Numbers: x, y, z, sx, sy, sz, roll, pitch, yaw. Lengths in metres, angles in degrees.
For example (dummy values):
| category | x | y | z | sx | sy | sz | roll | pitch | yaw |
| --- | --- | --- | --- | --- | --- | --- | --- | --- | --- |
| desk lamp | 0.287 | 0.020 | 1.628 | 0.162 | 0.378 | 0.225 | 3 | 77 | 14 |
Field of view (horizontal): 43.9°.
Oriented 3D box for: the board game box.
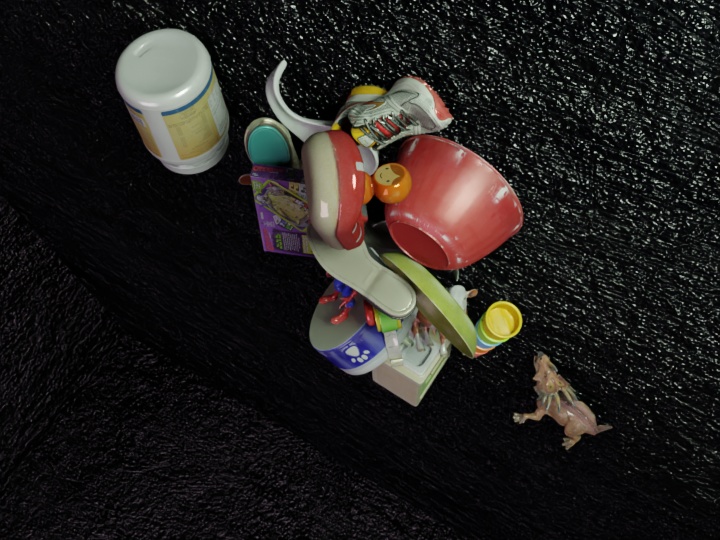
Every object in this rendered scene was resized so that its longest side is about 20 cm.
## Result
| category | x | y | z | sx | sy | sz | roll | pitch | yaw |
| --- | --- | --- | --- | --- | --- | --- | --- | --- | --- |
| board game box | -0.094 | -0.083 | 1.325 | 0.119 | 0.033 | 0.201 | 5 | 150 | 2 |

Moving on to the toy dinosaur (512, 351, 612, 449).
| category | x | y | z | sx | sy | sz | roll | pitch | yaw |
| --- | --- | --- | --- | --- | --- | --- | --- | --- | --- |
| toy dinosaur | 0.352 | 0.235 | 1.516 | 0.199 | 0.086 | 0.136 | 32 | 153 | -3 |

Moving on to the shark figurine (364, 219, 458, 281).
| category | x | y | z | sx | sy | sz | roll | pitch | yaw |
| --- | --- | --- | --- | --- | --- | --- | --- | --- | --- |
| shark figurine | 0.057 | -0.028 | 1.394 | 0.212 | 0.090 | 0.128 | 16 | 174 | 10 |

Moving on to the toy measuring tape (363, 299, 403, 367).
| category | x | y | z | sx | sy | sz | roll | pitch | yaw |
| --- | --- | --- | --- | --- | --- | --- | --- | --- | --- |
| toy measuring tape | 0.045 | 0.090 | 1.390 | 0.073 | 0.073 | 0.201 | 20 | 136 | 37 |

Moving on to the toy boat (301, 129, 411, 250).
| category | x | y | z | sx | sy | sz | roll | pitch | yaw |
| --- | --- | --- | --- | --- | --- | --- | --- | --- | --- |
| toy boat | 0.000 | -0.105 | 1.126 | 0.129 | 0.132 | 0.200 | -9 | 171 | 5 |

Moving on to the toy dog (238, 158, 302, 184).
| category | x | y | z | sx | sy | sz | roll | pitch | yaw |
| --- | --- | --- | --- | --- | --- | --- | --- | --- | --- |
| toy dog | -0.141 | -0.139 | 1.475 | 0.131 | 0.097 | 0.201 | 29 | 158 | 21 |

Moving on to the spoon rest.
| category | x | y | z | sx | sy | sz | roll | pitch | yaw |
| --- | --- | --- | --- | --- | --- | --- | --- | --- | --- |
| spoon rest | -0.057 | -0.200 | 1.251 | 0.200 | 0.061 | 0.099 | 42 | 149 | -11 |

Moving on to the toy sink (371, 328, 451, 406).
| category | x | y | z | sx | sy | sz | roll | pitch | yaw |
| --- | --- | --- | --- | --- | --- | --- | --- | --- | --- |
| toy sink | 0.100 | 0.149 | 1.663 | 0.111 | 0.131 | 0.200 | 30 | 158 | 16 |

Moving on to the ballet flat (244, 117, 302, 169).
| category | x | y | z | sx | sy | sz | roll | pitch | yaw |
| --- | --- | --- | --- | --- | --- | --- | --- | --- | --- |
| ballet flat | -0.122 | -0.166 | 1.282 | 0.067 | 0.063 | 0.201 | -7 | 149 | 5 |

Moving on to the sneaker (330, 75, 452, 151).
| category | x | y | z | sx | sy | sz | roll | pitch | yaw |
| --- | --- | --- | --- | --- | --- | --- | --- | --- | --- |
| sneaker | 0.037 | -0.183 | 1.112 | 0.078 | 0.082 | 0.199 | 47 | 157 | -27 |

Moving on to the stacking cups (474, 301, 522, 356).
| category | x | y | z | sx | sy | sz | roll | pitch | yaw |
| --- | --- | --- | --- | --- | --- | --- | --- | --- | --- |
| stacking cups | 0.217 | 0.105 | 1.493 | 0.060 | 0.061 | 0.200 | 34 | 164 | 6 |

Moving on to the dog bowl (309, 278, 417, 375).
| category | x | y | z | sx | sy | sz | roll | pitch | yaw |
| --- | --- | --- | --- | --- | --- | --- | --- | --- | --- |
| dog bowl | 0.005 | 0.074 | 1.539 | 0.079 | 0.201 | 0.199 | 37 | 161 | -26 |

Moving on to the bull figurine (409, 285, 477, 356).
| category | x | y | z | sx | sy | sz | roll | pitch | yaw |
| --- | --- | --- | --- | --- | --- | --- | --- | --- | --- |
| bull figurine | 0.136 | 0.080 | 1.512 | 0.200 | 0.065 | 0.123 | -171 | 76 | -66 |

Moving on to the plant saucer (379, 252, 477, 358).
| category | x | y | z | sx | sy | sz | roll | pitch | yaw |
| --- | --- | --- | --- | --- | --- | --- | --- | --- | --- |
| plant saucer | 0.104 | 0.043 | 1.288 | 0.200 | 0.031 | 0.200 | 48 | 175 | 6 |

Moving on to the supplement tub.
| category | x | y | z | sx | sy | sz | roll | pitch | yaw |
| --- | --- | --- | --- | --- | --- | --- | --- | --- | --- |
| supplement tub | -0.284 | -0.256 | 1.384 | 0.144 | 0.145 | 0.200 | 29 | 159 | 18 |

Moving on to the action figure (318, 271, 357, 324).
| category | x | y | z | sx | sy | sz | roll | pitch | yaw |
| --- | --- | --- | --- | --- | --- | --- | --- | --- | --- |
| action figure | -0.021 | 0.018 | 1.400 | 0.066 | 0.051 | 0.200 | 62 | 151 | 21 |

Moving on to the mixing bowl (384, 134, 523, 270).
| category | x | y | z | sx | sy | sz | roll | pitch | yaw |
| --- | --- | --- | --- | --- | --- | --- | --- | --- | --- |
| mixing bowl | 0.106 | -0.073 | 1.204 | 0.199 | 0.109 | 0.201 | 32 | 160 | 13 |

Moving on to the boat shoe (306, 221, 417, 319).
| category | x | y | z | sx | sy | sz | roll | pitch | yaw |
| --- | --- | --- | --- | --- | --- | --- | --- | --- | --- |
| boat shoe | 0.000 | 0.000 | 1.280 | 0.200 | 0.073 | 0.063 | 41 | 173 | 17 |
